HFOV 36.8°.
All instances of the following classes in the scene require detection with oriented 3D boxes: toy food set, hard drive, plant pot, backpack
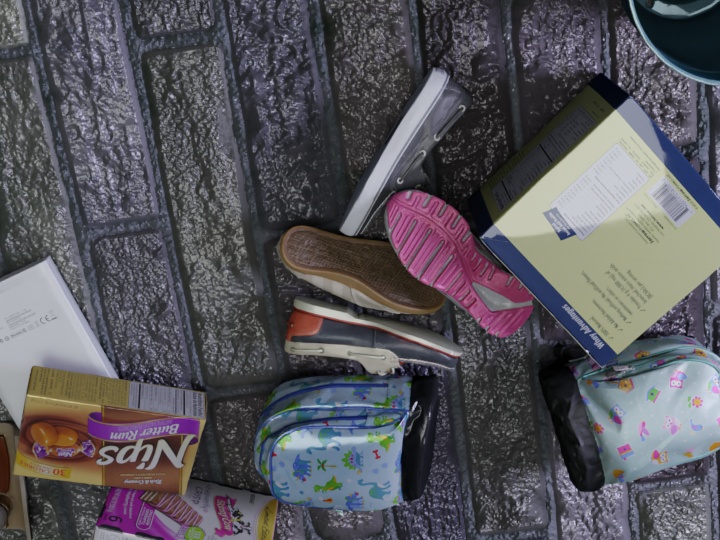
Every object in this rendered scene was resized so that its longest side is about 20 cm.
[{"bbox_3d":[-0.489,0.257,1.276,0.197,0.061,0.146,-1,109,0],"label":"toy food set"},{"bbox_3d":[-0.364,0.099,1.237,0.130,0.026,0.202,-23,108,8],"label":"hard drive"},{"bbox_3d":[0.327,-0.289,1.012,0.197,0.188,0.203,0,109,1],"label":"plant pot"},{"bbox_3d":[-0.021,0.192,1.217,0.197,0.154,0.165,13,126,11],"label":"backpack"},{"bbox_3d":[0.313,0.154,1.199,0.197,0.127,0.169,-18,105,3],"label":"backpack"}]

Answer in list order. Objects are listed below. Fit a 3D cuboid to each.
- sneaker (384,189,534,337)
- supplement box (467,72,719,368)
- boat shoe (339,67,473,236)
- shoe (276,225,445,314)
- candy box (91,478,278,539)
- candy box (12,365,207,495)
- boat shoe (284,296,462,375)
[{"bbox_3d":[0.094,-0.012,1.157,0.081,0.088,0.200,-45,112,1],"label":"sneaker"},{"bbox_3d":[0.250,-0.054,1.122,0.200,0.135,0.200,-42,104,14],"label":"supplement box"},{"bbox_3d":[0.051,-0.114,1.143,0.066,0.070,0.201,30,99,-8],"label":"boat shoe"},{"bbox_3d":[0.000,0.000,1.191,0.198,0.053,0.071,20,71,-14],"label":"shoe"},{"bbox_3d":[-0.199,0.300,1.248,0.197,0.137,0.062,14,110,-5],"label":"candy box"},{"bbox_3d":[-0.282,0.183,1.223,0.197,0.057,0.118,12,119,-15],"label":"candy box"},{"bbox_3d":[0.013,0.083,1.202,0.197,0.071,0.064,14,96,1],"label":"boat shoe"}]
